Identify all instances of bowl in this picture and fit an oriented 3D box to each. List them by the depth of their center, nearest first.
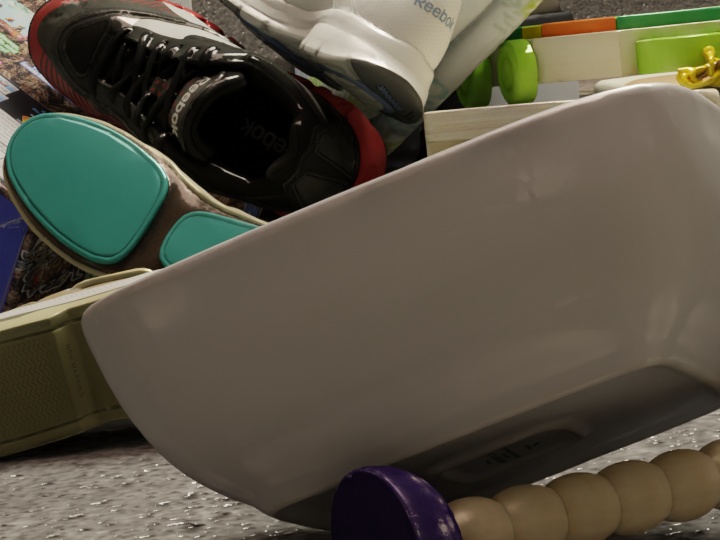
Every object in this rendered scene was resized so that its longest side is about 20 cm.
[{"bbox_3d":[0.034,0.023,0.849,0.199,0.075,0.200,-22,-15,12],"label":"bowl"}]

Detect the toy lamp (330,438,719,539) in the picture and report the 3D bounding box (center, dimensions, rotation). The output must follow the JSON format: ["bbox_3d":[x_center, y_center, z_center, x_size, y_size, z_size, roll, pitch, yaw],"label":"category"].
[{"bbox_3d":[0.090,0.065,0.812,0.199,0.058,0.058,-12,10,-29],"label":"toy lamp"}]

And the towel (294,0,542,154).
[{"bbox_3d":[0.028,-0.156,1.409,0.048,0.172,0.200,25,-48,-24],"label":"towel"}]

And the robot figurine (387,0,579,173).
[{"bbox_3d":[0.063,-0.098,1.551,0.124,0.201,0.150,-5,6,-2],"label":"robot figurine"}]

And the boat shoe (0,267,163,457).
[{"bbox_3d":[-0.084,0.029,1.146,0.199,0.075,0.068,-7,13,-6],"label":"boat shoe"}]

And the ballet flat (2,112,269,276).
[{"bbox_3d":[-0.085,-0.009,1.282,0.200,0.070,0.069,31,28,33],"label":"ballet flat"}]

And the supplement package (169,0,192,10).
[{"bbox_3d":[-0.168,-0.104,1.767,0.119,0.201,0.121,-6,7,-12],"label":"supplement package"}]

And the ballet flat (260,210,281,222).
[{"bbox_3d":[-0.062,-0.020,1.614,0.199,0.067,0.071,-9,48,-3],"label":"ballet flat"}]

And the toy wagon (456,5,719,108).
[{"bbox_3d":[0.140,-0.108,1.373,0.155,0.040,0.200,-7,4,-15],"label":"toy wagon"}]

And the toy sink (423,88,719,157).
[{"bbox_3d":[0.098,-0.022,1.279,0.130,0.112,0.200,-5,2,1],"label":"toy sink"}]

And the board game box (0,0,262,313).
[{"bbox_3d":[-0.166,-0.057,1.438,0.159,0.097,0.200,37,35,24],"label":"board game box"}]

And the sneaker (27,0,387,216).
[{"bbox_3d":[-0.084,-0.086,1.343,0.200,0.071,0.098,29,5,19],"label":"sneaker"}]

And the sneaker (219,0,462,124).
[{"bbox_3d":[-0.003,-0.132,1.341,0.074,0.087,0.200,35,-1,-33],"label":"sneaker"}]

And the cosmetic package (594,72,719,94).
[{"bbox_3d":[0.190,-0.052,1.493,0.071,0.106,0.200,-8,9,-10],"label":"cosmetic package"}]
